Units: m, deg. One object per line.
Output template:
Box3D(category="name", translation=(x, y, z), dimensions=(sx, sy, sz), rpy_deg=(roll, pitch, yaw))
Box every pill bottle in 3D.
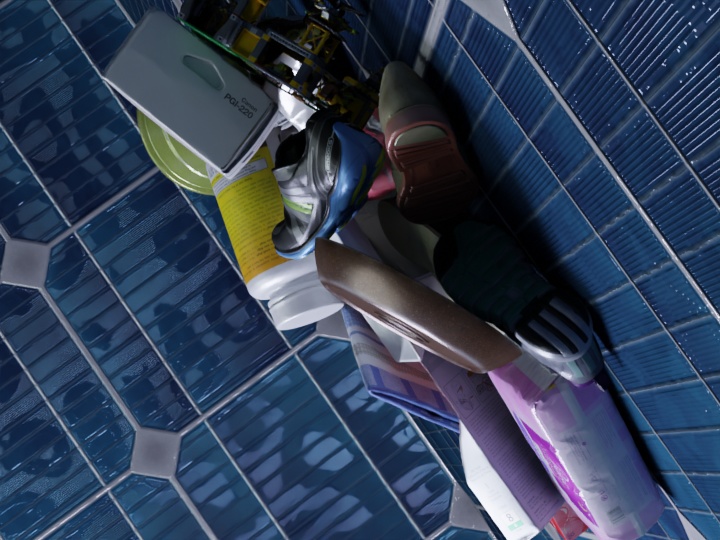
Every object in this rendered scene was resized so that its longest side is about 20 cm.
Box3D(category="pill bottle", translation=(-0.085, -0.044, 1.677), dimensions=(0.109, 0.108, 0.202), rpy_deg=(89, 162, -80))

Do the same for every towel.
Box3D(category="towel", translation=(0.049, 0.086, 1.676), dimensions=(0.146, 0.024, 0.201), rpy_deg=(24, -154, -26))

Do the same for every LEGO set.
Box3D(category="LEGO set", translation=(-0.051, -0.217, 1.365), dimensions=(0.199, 0.117, 0.153), rpy_deg=(34, -178, 38))

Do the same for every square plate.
Box3D(category="square plate", translation=(0.000, 0.000, 1.529), dimensions=(0.199, 0.028, 0.200), rpy_deg=(57, 173, 0))

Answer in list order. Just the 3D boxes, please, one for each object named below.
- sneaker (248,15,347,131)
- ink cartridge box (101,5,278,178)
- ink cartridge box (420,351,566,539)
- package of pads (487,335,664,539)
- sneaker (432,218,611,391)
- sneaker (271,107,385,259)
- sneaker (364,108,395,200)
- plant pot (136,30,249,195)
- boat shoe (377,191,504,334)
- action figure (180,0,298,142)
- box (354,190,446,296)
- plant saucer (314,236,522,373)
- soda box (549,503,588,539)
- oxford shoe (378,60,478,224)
Box3D(category="sneaker", translation=(-0.059, -0.177, 1.547), dimensions=(0.084, 0.073, 0.201), rpy_deg=(7, 145, 16))
Box3D(category="ink cartridge box", translation=(-0.153, -0.160, 1.469), dimensions=(0.145, 0.085, 0.200), rpy_deg=(38, 178, -4))
Box3D(category="ink cartridge box", translation=(0.139, 0.145, 1.553), dimensions=(0.201, 0.050, 0.161), rpy_deg=(53, -141, 2))
Box3D(category="package of pads", translation=(0.193, 0.145, 1.430), dimensions=(0.201, 0.075, 0.121), rpy_deg=(59, 175, -30))
Box3D(category="sneaker", translation=(0.132, 0.034, 1.333), dimensions=(0.200, 0.074, 0.088), rpy_deg=(47, 176, 48))
Box3D(category="sneaker", translation=(-0.038, -0.076, 1.353), dimensions=(0.083, 0.071, 0.200), rpy_deg=(45, 151, 7))
Box3D(category="sneaker", translation=(0.002, -0.108, 1.503), dimensions=(0.074, 0.086, 0.200), rpy_deg=(57, 174, -12))
Box3D(category="plant pot", translation=(-0.137, -0.189, 1.830), dimensions=(0.201, 0.200, 0.189), rpy_deg=(56, 161, -16))
Box3D(category="boat shoe", translation=(0.091, -0.015, 1.451), dimensions=(0.201, 0.063, 0.074), rpy_deg=(48, 151, 44))
Box3D(category="action figure", translation=(-0.097, -0.211, 1.611), dimensions=(0.200, 0.069, 0.131), rpy_deg=(39, -153, -49))
Box3D(category="box", translation=(0.052, -0.015, 1.598), dimensions=(0.200, 0.081, 0.069), rpy_deg=(-131, 25, -57))
Box3D(category="plant saucer", translation=(0.041, 0.035, 1.327), dimensions=(0.199, 0.035, 0.200), rpy_deg=(29, 176, 2))
Box3D(category="soda box", translation=(0.197, 0.193, 1.695), dimensions=(0.201, 0.070, 0.063), rpy_deg=(58, 174, -28))
Box3D(category="oxford shoe", translation=(0.054, -0.102, 1.303), dimensions=(0.200, 0.070, 0.075), rpy_deg=(75, 179, -65))
